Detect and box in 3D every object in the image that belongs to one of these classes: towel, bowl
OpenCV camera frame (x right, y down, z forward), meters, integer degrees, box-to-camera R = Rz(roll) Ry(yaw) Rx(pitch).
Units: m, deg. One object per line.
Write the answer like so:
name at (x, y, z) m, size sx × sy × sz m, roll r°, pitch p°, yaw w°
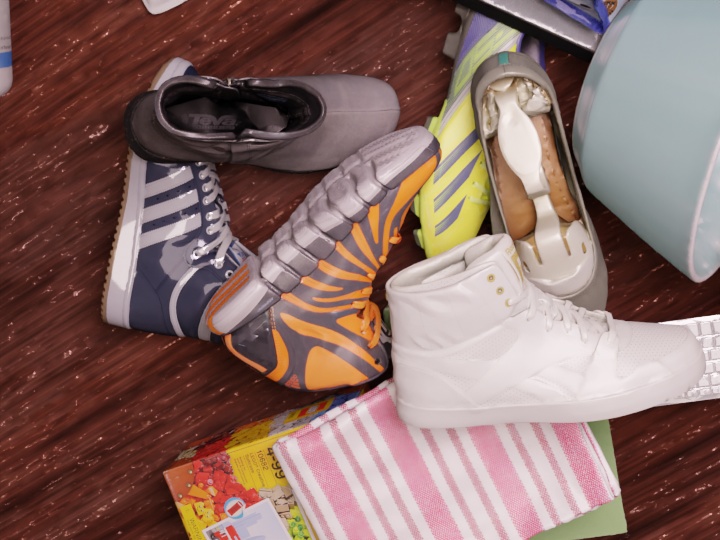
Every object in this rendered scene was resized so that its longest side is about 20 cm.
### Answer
towel at (0.057, 0.135, 0.990) m, size 0.200 × 0.030 × 0.146 m, roll -28°, pitch 96°, yaw 4°
bowl at (0.205, -0.103, 0.926) m, size 0.105 × 0.201 × 0.201 m, roll 23°, pitch 104°, yaw 23°

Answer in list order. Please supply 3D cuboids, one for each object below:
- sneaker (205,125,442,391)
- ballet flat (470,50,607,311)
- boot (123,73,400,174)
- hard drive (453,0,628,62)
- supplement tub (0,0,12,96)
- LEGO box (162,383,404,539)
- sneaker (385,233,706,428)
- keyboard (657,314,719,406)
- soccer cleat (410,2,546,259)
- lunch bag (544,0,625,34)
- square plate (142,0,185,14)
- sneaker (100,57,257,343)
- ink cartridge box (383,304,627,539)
sneaker at (0.000, 0.000, 0.983) m, size 0.200 × 0.078 × 0.112 m, roll -43°, pitch 108°, yaw 14°
ballet flat at (0.113, -0.042, 0.948) m, size 0.067 × 0.064 × 0.200 m, roll -16°, pitch 104°, yaw 8°
boot at (-0.046, -0.097, 0.946) m, size 0.200 × 0.132 × 0.070 m, roll -10°, pitch 94°, yaw -22°
hard drive at (0.133, -0.253, 0.946) m, size 0.139 × 0.033 × 0.200 m, roll 25°, pitch 86°, yaw 3°
supplement tub at (-0.306, -0.216, 0.993) m, size 0.132 × 0.132 × 0.200 m, roll 2°, pitch 101°, yaw 8°
LEGO box at (-0.032, 0.203, 1.063) m, size 0.149 × 0.077 × 0.200 m, roll -20°, pitch 98°, yaw 12°
sneaker at (0.115, 0.031, 0.918) m, size 0.200 × 0.074 × 0.116 m, roll -8°, pitch 114°, yaw 3°
keyboard at (0.163, 0.069, 0.998) m, size 0.200 × 0.011 × 0.056 m, roll -8°, pitch 99°, yaw 7°
soccer cleat at (0.088, -0.093, 0.991) m, size 0.084 × 0.065 × 0.200 m, roll 16°, pitch 101°, yaw 16°
lunch bag at (0.102, -0.270, 0.874) m, size 0.200 × 0.124 × 0.170 m, roll 34°, pitch 86°, yaw 17°
square plate at (-0.104, -0.306, 0.999) m, size 0.198 × 0.028 × 0.200 m, roll -24°, pitch 96°, yaw 11°
sneaker at (-0.111, -0.043, 1.030) m, size 0.108 × 0.070 × 0.200 m, roll 16°, pitch 107°, yaw 7°
ink cartridge box at (0.105, 0.108, 1.041) m, size 0.145 × 0.048 × 0.200 m, roll -9°, pitch 97°, yaw 9°
